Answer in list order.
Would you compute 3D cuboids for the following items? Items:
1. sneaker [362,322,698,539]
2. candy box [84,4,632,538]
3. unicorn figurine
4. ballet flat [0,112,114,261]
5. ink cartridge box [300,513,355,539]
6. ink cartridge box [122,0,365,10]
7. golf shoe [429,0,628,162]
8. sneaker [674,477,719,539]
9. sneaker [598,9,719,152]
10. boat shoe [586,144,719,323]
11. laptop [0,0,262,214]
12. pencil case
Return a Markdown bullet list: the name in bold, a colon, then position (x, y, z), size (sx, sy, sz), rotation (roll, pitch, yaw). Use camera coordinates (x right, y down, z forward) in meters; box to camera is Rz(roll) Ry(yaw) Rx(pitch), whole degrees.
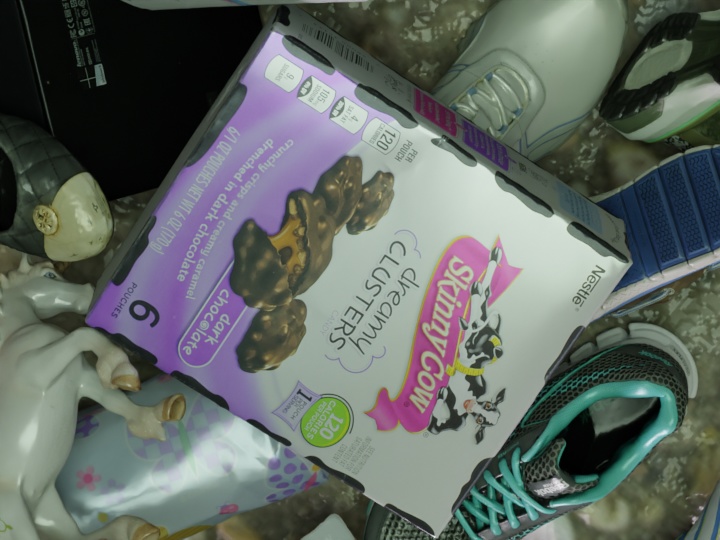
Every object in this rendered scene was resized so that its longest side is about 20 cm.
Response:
- **sneaker**: position (0.084, 0.098, 1.359), size (0.200, 0.091, 0.078), rotation (-37, 97, 5)
- **candy box**: position (0.000, 0.000, 1.263), size (0.200, 0.072, 0.168), rotation (32, 105, -8)
- **unicorn figurine**: position (-0.147, 0.070, 1.289), size (0.137, 0.074, 0.201), rotation (12, 71, 38)
- **ballet flat**: position (-0.207, -0.055, 1.307), size (0.199, 0.057, 0.067), rotation (28, 116, 18)
- **ink cartridge box**: position (-0.024, 0.250, 1.360), size (0.162, 0.050, 0.200), rotation (-39, 102, -26)
- **ink cartridge box**: position (-0.059, -0.201, 1.233), size (0.087, 0.200, 0.146), rotation (21, 82, -35)
- **golf shoe**: position (0.060, -0.069, 1.330), size (0.078, 0.097, 0.200), rotation (43, 95, -6)
- **sneaker**: position (0.149, 0.182, 1.381), size (0.105, 0.076, 0.201), rotation (14, 99, -2)
- **sneaker**: position (0.207, -0.089, 1.300), size (0.088, 0.200, 0.077), rotation (34, 70, -25)
- **boat shoe**: position (0.123, -0.004, 1.346), size (0.199, 0.072, 0.073), rotation (-17, 76, 28)
- **laptop**: position (-0.166, -0.127, 1.361), size (0.199, 0.116, 0.188), rotation (-17, 101, -27)
- **pencil case**: position (-0.116, 0.099, 1.361), size (0.199, 0.083, 0.091), rotation (-21, 73, 3)
